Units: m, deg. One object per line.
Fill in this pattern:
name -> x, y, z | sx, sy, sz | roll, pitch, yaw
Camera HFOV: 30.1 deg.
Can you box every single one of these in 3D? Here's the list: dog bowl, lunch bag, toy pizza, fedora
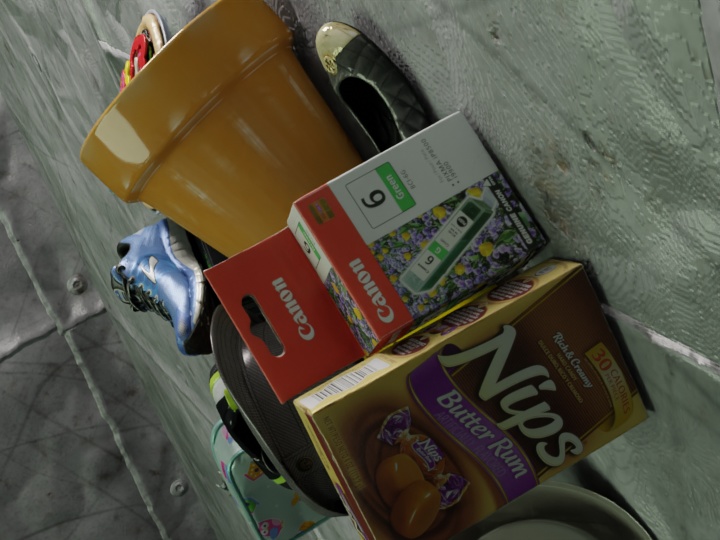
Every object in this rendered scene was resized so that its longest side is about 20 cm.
dog bowl -> 0.133, 0.258, 0.987 | 0.200, 0.200, 0.059 | 52, 177, 26
lunch bag -> -0.053, 0.189, 1.392 | 0.077, 0.200, 0.161 | 45, 159, 50
toy pizza -> -0.212, -0.154, 1.311 | 0.200, 0.032, 0.201 | 178, 90, -70
fedora -> -0.028, 0.097, 1.064 | 0.200, 0.090, 0.177 | 59, -169, -16

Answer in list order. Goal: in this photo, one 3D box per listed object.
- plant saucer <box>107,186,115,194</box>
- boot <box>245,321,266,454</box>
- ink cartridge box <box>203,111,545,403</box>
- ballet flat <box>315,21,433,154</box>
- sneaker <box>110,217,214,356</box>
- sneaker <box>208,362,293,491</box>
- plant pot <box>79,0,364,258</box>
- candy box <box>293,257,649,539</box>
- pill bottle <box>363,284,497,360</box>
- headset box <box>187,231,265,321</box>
plant saucer -> -0.126, -0.085, 1.203 | 0.019, 0.200, 0.070 | 44, -122, -78
boot -> -0.081, 0.061, 1.284 | 0.144, 0.072, 0.200 | -109, 35, -52
ink cartridge box -> 0.009, -0.010, 0.880 | 0.109, 0.200, 0.050 | 58, 164, 9
ballet flat -> 0.021, -0.093, 0.959 | 0.200, 0.057, 0.066 | 59, 162, 8
sneaker -> -0.195, 0.024, 1.320 | 0.200, 0.089, 0.079 | -123, 18, -52
sneaker -> -0.074, 0.153, 1.149 | 0.200, 0.072, 0.083 | 54, -167, -41
plant pot -> -0.096, -0.097, 1.105 | 0.183, 0.200, 0.200 | 45, 163, -2
candy box -> 0.072, 0.088, 0.856 | 0.117, 0.200, 0.056 | 64, 167, -12
pill bottle -> 0.056, 0.044, 0.991 | 0.200, 0.109, 0.109 | 44, 156, 45
headset box -> -0.128, -0.042, 1.364 | 0.200, 0.093, 0.174 | 96, 155, -62
